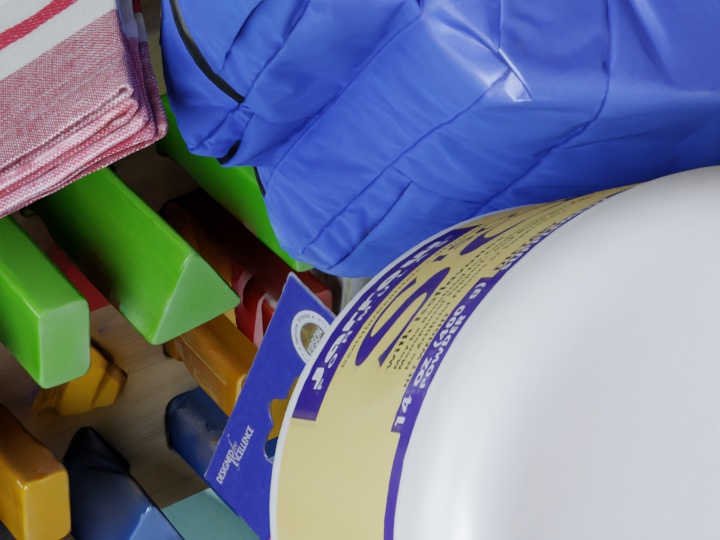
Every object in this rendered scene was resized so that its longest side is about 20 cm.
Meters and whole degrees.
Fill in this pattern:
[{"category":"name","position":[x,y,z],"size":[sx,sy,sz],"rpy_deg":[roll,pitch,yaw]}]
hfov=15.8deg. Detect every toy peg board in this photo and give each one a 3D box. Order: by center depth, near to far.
[{"category":"toy peg board","position":[-0.093,0.039,0.826],"size":[0.098,0.199,0.200],"rpy_deg":[42,143,41]}]

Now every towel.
[{"category":"towel","position":[-0.124,-0.067,0.730],"size":[0.023,0.144,0.200],"rpy_deg":[49,-162,-37]}]

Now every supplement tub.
[{"category":"supplement tub","position":[0.059,0.055,0.562],"size":[0.200,0.145,0.146],"rpy_deg":[172,100,-77]}]

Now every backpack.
[{"category":"backpack","position":[0.029,-0.086,0.691],"size":[0.200,0.167,0.163],"rpy_deg":[128,147,-70]}]

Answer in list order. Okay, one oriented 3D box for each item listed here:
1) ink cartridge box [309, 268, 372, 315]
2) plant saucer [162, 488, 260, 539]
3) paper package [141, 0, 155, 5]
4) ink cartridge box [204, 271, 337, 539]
[{"category":"ink cartridge box","position":[0.032,0.033,0.847],"size":[0.200,0.084,0.145],"rpy_deg":[-104,19,-57]},{"category":"plant saucer","position":[-0.047,0.134,1.027],"size":[0.200,0.027,0.201],"rpy_deg":[30,141,28]},{"category":"paper package","position":[-0.028,-0.186,0.891],"size":[0.103,0.199,0.192],"rpy_deg":[-130,43,-73]},{"category":"ink cartridge box","position":[0.021,0.102,0.725],"size":[0.200,0.037,0.095],"rpy_deg":[47,137,23]}]
